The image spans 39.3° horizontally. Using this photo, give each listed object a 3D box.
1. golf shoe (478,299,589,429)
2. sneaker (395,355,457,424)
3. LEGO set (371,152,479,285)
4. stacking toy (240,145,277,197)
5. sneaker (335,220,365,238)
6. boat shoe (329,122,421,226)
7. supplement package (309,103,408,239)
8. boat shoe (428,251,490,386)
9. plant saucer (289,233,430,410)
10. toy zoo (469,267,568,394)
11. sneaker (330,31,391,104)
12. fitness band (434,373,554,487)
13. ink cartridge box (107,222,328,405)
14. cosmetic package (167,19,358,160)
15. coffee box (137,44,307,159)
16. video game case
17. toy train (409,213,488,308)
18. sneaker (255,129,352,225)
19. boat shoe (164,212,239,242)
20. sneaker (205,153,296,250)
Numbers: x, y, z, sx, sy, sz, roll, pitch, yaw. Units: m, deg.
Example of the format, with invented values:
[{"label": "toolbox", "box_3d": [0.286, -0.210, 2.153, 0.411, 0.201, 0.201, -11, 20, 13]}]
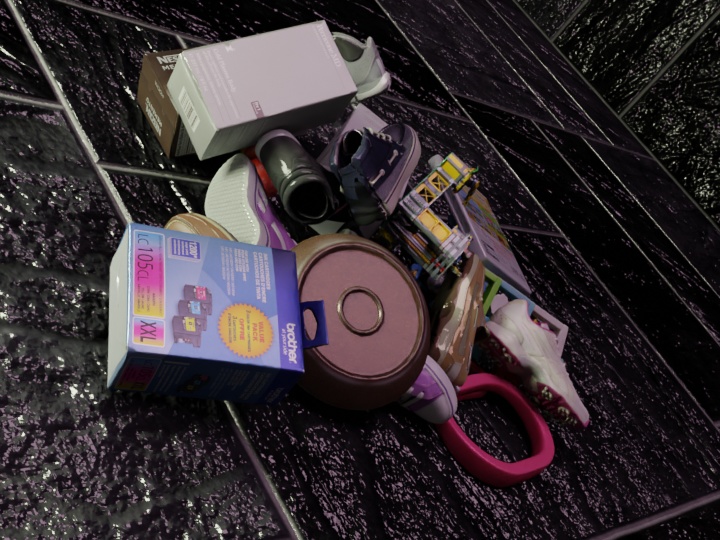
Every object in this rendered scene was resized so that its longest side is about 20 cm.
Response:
[{"label": "golf shoe", "box_3d": [0.244, 0.123, 1.329, 0.200, 0.075, 0.092, 47, 66, -12]}, {"label": "sneaker", "box_3d": [0.017, 0.123, 1.136, 0.200, 0.073, 0.115, 44, 44, -7]}, {"label": "LEGO set", "box_3d": [0.096, -0.041, 1.296, 0.116, 0.200, 0.154, 44, 47, 4]}, {"label": "stacking toy", "box_3d": [-0.129, -0.170, 1.351, 0.085, 0.085, 0.201, 26, 35, -29]}, {"label": "sneaker", "box_3d": [0.000, 0.000, 1.239, 0.114, 0.076, 0.199, 46, 0, -9]}, {"label": "boat shoe", "box_3d": [0.019, -0.149, 1.240, 0.093, 0.074, 0.201, 62, 27, -31]}, {"label": "supplement package", "box_3d": [-0.006, -0.130, 1.408, 0.117, 0.117, 0.200, 38, 26, -8]}, {"label": "boat shoe", "box_3d": [0.129, 0.065, 1.273, 0.076, 0.072, 0.201, 32, 51, -8]}, {"label": "plant saucer", "box_3d": [-0.005, 0.048, 1.088, 0.198, 0.034, 0.203, 9, 66, -22]}, {"label": "toy zoo", "box_3d": [0.201, 0.097, 1.363, 0.199, 0.020, 0.132, 35, 72, -15]}, {"label": "sneaker", "box_3d": [-0.063, -0.288, 1.465, 0.075, 0.198, 0.117, -113, -176, -71]}, {"label": "fitness band", "box_3d": [0.169, 0.196, 1.250, 0.199, 0.037, 0.144, -2, 50, -53]}, {"label": "ink cartridge box", "box_3d": [-0.130, 0.045, 0.941, 0.198, 0.076, 0.138, 10, 54, -27]}, {"label": "cosmetic package", "box_3d": [-0.114, -0.215, 1.190, 0.199, 0.090, 0.108, -23, 81, -28]}, {"label": "coffee box", "box_3d": [-0.169, -0.222, 1.280, 0.198, 0.080, 0.114, -14, 57, -29]}, {"label": "video game case", "box_3d": [0.179, -0.062, 1.492, 0.200, 0.023, 0.183, 30, 34, -58]}, {"label": "toy train", "box_3d": [0.137, -0.001, 1.455, 0.114, 0.086, 0.200, 47, 23, -10]}, {"label": "sneaker", "box_3d": [-0.050, -0.083, 1.224, 0.200, 0.070, 0.100, 38, 21, -51]}, {"label": "boat shoe", "box_3d": [-0.147, 0.024, 1.035, 0.074, 0.076, 0.201, -12, 58, -52]}, {"label": "sneaker", "box_3d": [-0.118, -0.046, 1.184, 0.114, 0.072, 0.202, 38, 24, -39]}]
